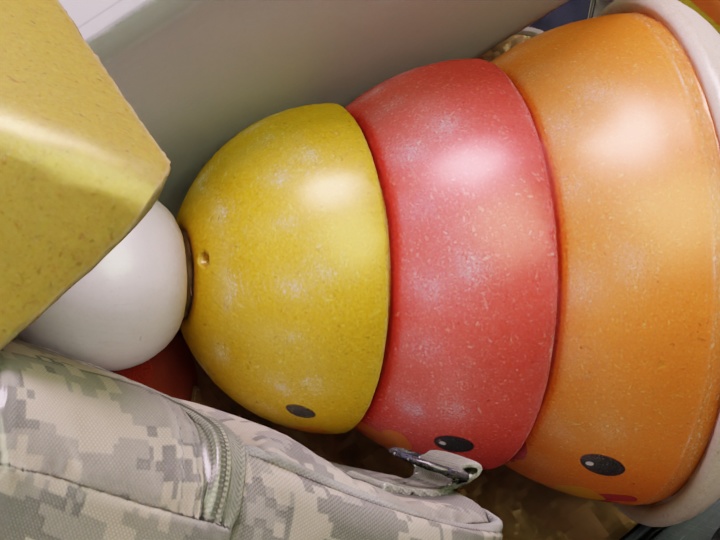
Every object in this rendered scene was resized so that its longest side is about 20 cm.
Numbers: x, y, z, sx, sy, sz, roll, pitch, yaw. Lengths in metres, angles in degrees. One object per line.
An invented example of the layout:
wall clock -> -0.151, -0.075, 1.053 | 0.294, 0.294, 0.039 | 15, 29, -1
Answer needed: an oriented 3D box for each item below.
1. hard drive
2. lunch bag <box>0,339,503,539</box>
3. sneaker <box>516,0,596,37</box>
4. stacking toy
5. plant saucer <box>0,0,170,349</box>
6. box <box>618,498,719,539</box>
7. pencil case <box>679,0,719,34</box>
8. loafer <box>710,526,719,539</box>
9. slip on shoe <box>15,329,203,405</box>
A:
hard drive -> -0.019, -0.066, 0.772 | 0.200, 0.132, 0.027 | -32, 68, 7
lunch bag -> -0.062, 0.124, 0.707 | 0.168, 0.139, 0.200 | 18, 87, -25
sneaker -> -0.024, -0.074, 0.857 | 0.200, 0.067, 0.090 | -14, 106, -3
stacking toy -> 0.000, 0.000, 0.782 | 0.200, 0.146, 0.146 | -2, 69, -16
plant saucer -> -0.159, -0.013, 0.695 | 0.200, 0.200, 0.048 | -42, 126, 4
box -> 0.155, 0.140, 0.833 | 0.158, 0.051, 0.200 | -35, 81, -27
pencil case -> 0.087, -0.135, 0.906 | 0.200, 0.088, 0.088 | 40, 63, 5
loafer -> 0.195, 0.080, 0.807 | 0.200, 0.063, 0.072 | -2, 67, -20
slip on shoe -> -0.125, 0.059, 0.774 | 0.200, 0.074, 0.061 | -24, 80, -29
